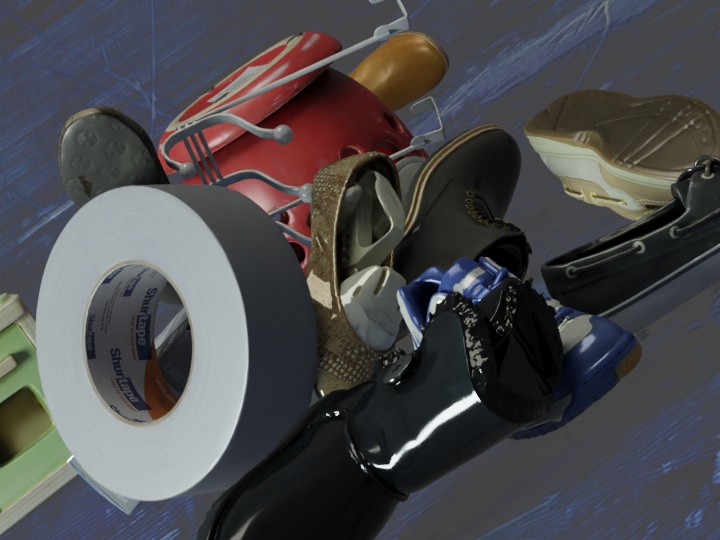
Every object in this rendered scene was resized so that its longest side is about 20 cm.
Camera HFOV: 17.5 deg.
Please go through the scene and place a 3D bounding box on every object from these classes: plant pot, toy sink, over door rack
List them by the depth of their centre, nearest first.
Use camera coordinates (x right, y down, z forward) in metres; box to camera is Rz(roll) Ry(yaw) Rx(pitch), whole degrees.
[{"bbox_3d":[-0.028,-0.086,1.621,0.200,0.067,0.148,-35,-33,-9],"label":"over door rack"},{"bbox_3d":[-0.306,0.092,1.859,0.130,0.200,0.112,-37,11,-18],"label":"toy sink"},{"bbox_3d":[-0.056,-0.077,1.901,0.200,0.183,0.200,-35,12,8],"label":"plant pot"}]

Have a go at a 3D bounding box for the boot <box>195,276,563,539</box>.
[{"bbox_3d":[0.012,0.094,1.181,0.168,0.076,0.200,-37,11,39],"label":"boot"}]

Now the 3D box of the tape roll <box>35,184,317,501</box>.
[{"bbox_3d":[-0.121,0.045,1.509,0.200,0.201,0.066,-25,-13,41],"label":"tape roll"}]

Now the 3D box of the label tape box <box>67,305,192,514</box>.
[{"bbox_3d":[-0.112,0.062,1.661,0.200,0.066,0.143,-49,7,16],"label":"label tape box"}]

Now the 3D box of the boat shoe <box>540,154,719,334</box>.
[{"bbox_3d":[0.192,-0.029,1.302,0.200,0.057,0.069,-34,11,3],"label":"boat shoe"}]

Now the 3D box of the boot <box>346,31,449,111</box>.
[{"bbox_3d":[-0.001,-0.166,2.426,0.144,0.071,0.201,-48,13,-29],"label":"boot"}]

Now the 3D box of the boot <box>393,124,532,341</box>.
[{"bbox_3d":[0.087,-0.029,1.594,0.138,0.077,0.200,-13,37,51],"label":"boot"}]

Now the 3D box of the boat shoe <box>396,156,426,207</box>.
[{"bbox_3d":[0.023,-0.023,1.723,0.062,0.073,0.200,-38,9,28],"label":"boat shoe"}]

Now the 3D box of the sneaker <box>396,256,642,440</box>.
[{"bbox_3d":[0.076,0.037,1.284,0.075,0.088,0.200,-37,13,-23],"label":"sneaker"}]

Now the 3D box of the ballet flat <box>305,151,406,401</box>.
[{"bbox_3d":[0.000,0.000,1.521,0.065,0.070,0.201,-33,45,34],"label":"ballet flat"}]

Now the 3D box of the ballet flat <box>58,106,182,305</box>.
[{"bbox_3d":[-0.151,-0.049,1.590,0.067,0.200,0.047,-17,50,11],"label":"ballet flat"}]

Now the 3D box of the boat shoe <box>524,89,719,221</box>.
[{"bbox_3d":[0.179,-0.067,1.473,0.074,0.067,0.200,-36,24,-12],"label":"boat shoe"}]
